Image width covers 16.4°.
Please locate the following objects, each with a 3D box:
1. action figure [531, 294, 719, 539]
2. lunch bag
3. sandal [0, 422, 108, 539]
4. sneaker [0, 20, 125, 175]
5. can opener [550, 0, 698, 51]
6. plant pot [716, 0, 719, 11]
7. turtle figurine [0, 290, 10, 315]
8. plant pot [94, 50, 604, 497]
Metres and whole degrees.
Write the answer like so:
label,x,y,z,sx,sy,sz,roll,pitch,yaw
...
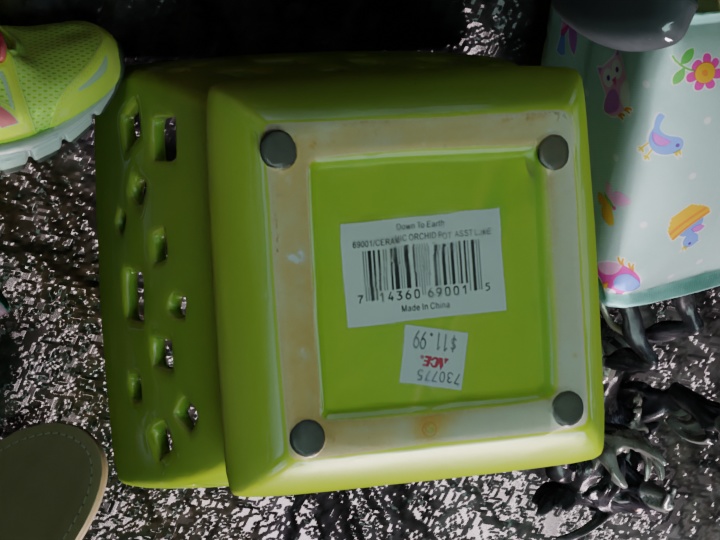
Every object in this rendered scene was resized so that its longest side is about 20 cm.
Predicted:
label,x,y,z,sx,sy,sz,roll,pitch,yaw
action figure,0.151,0.072,1.322,0.119,0.102,0.201,-27,134,-38
lunch bag,0.190,-0.088,1.209,0.199,0.122,0.171,-9,128,-25
sandal,-0.186,0.161,1.287,0.212,0.078,0.070,-51,152,14
sneaker,-0.198,-0.090,1.075,0.199,0.078,0.091,-10,122,-18
can opener,0.072,-0.144,1.064,0.052,0.200,0.067,24,93,-34
plant pot,0.207,-0.201,1.085,0.199,0.184,0.201,-12,129,-15
turtle figurine,-0.267,0.040,1.136,0.200,0.101,0.150,-35,131,-2
plant pot,0.000,0.000,1.105,0.199,0.181,0.200,-4,93,-19
